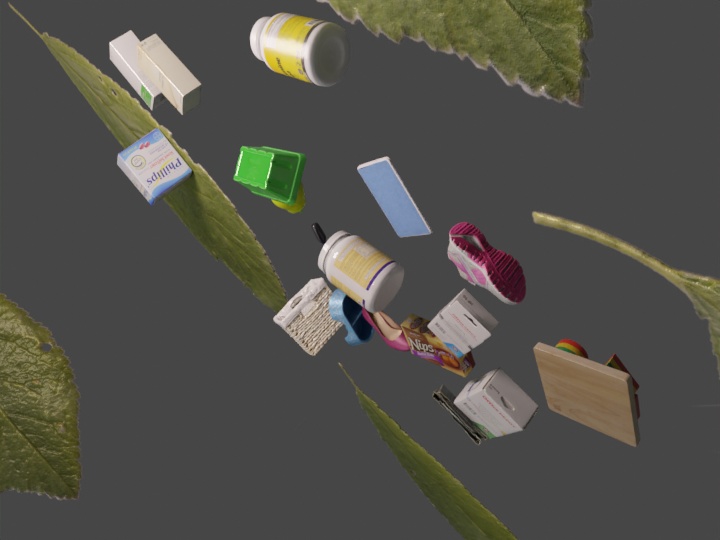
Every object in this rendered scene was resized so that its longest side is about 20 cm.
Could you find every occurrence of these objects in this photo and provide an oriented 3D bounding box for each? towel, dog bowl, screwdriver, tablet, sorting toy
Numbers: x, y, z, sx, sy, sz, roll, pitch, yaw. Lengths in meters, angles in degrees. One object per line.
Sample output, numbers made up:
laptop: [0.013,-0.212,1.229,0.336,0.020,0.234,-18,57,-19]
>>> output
towel: [0.292,0.409,1.691,0.193,0.035,0.200,47,-173,12]
dog bowl: [-0.022,0.146,1.826,0.049,0.112,0.202,-5,125,43]
screwdriver: [-0.094,-0.057,1.741,0.202,0.028,0.029,63,-179,-30]
tablet: [0.078,-0.162,1.326,0.201,0.014,0.129,56,154,-19]
sorting toy: [0.474,0.234,1.195,0.198,0.069,0.201,19,142,47]

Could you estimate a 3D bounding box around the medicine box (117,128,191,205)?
medicine box: [-0.757,-0.380,2.152,0.201,0.182,0.103,51,155,-8]

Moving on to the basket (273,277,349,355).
basket: [-0.157,0.149,1.907,0.161,0.198,0.200,46,168,-9]

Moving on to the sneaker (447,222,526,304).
sneaker: [0.256,-0.005,1.200,0.201,0.081,0.089,49,158,17]

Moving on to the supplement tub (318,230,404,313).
supplement tub: [0.000,0.000,1.529,0.199,0.145,0.147,36,153,24]

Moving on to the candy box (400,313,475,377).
candy box: [0.209,0.201,1.589,0.198,0.056,0.118,18,142,45]

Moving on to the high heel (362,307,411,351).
high heel: [0.076,0.166,1.732,0.199,0.068,0.097,30,161,41]

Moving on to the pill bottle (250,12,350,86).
pill bottle: [-0.123,-0.435,1.138,0.198,0.112,0.114,29,149,36]

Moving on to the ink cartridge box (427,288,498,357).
ink cartridge box: [0.250,0.123,1.395,0.116,0.068,0.200,44,155,6]

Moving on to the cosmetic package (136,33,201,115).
cosmetic package: [-0.553,-0.565,1.690,0.200,0.073,0.104,48,155,2]

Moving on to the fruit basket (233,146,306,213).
fruit basket: [-0.214,-0.244,1.576,0.212,0.158,0.216,16,-174,-2]

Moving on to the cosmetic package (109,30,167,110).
cosmetic package: [-0.673,-0.614,1.798,0.201,0.085,0.107,50,157,-7]

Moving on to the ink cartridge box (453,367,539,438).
ink cartridge box: [0.354,0.353,1.539,0.145,0.087,0.200,44,157,6]
